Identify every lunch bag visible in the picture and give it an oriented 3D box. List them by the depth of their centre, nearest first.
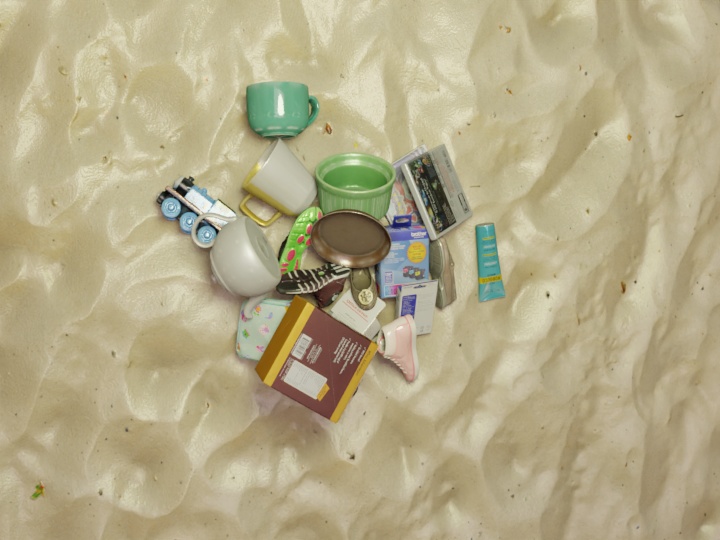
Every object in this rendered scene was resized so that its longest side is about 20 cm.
[{"bbox_3d":[-0.203,0.147,1.638,0.195,0.077,0.165,7,90,21],"label":"lunch bag"}]

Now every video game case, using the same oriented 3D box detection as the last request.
[{"bbox_3d":[0.197,-0.202,1.701,0.180,0.023,0.204,-31,100,-43],"label":"video game case"},{"bbox_3d":[0.137,-0.194,1.741,0.180,0.023,0.203,-31,99,-7],"label":"video game case"}]

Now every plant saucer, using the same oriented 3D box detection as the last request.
[{"bbox_3d":[-0.022,-0.081,1.587,0.195,0.202,0.033,15,52,-11],"label":"plant saucer"}]

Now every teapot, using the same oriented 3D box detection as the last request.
[{"bbox_3d":[-0.287,-0.020,1.560,0.144,0.197,0.204,-27,65,8],"label":"teapot"}]

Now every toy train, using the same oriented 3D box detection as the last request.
[{"bbox_3d":[-0.393,-0.142,1.618,0.198,0.087,0.115,38,79,-10],"label":"toy train"}]

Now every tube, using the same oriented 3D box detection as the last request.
[{"bbox_3d":[0.341,-0.023,1.784,0.075,0.050,0.206,-9,101,-2],"label":"tube"}]

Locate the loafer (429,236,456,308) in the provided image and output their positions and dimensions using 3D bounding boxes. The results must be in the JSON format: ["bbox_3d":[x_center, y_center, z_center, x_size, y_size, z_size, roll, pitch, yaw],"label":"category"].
[{"bbox_3d":[0.217,-0.001,1.735,0.062,0.072,0.205,-20,121,-24],"label":"loafer"}]

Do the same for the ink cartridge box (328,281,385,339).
[{"bbox_3d":[-0.029,0.143,1.678,0.115,0.067,0.201,36,77,29],"label":"ink cartridge box"}]

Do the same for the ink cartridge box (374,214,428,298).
[{"bbox_3d":[0.104,-0.042,1.702,0.132,0.076,0.206,-6,104,-12],"label":"ink cartridge box"}]

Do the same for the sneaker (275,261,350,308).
[{"bbox_3d":[-0.117,0.055,1.661,0.195,0.076,0.118,-13,135,-24],"label":"sneaker"}]

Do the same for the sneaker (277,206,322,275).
[{"bbox_3d":[-0.159,-0.075,1.644,0.075,0.084,0.202,19,114,-31],"label":"sneaker"}]

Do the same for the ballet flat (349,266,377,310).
[{"bbox_3d":[0.000,0.000,1.673,0.065,0.047,0.205,-11,66,5],"label":"ballet flat"}]

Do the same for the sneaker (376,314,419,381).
[{"bbox_3d":[0.091,0.210,1.708,0.102,0.076,0.204,-18,127,-16],"label":"sneaker"}]

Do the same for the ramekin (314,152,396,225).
[{"bbox_3d":[-0.013,-0.197,1.625,0.194,0.202,0.100,-5,127,-10],"label":"ramekin"}]

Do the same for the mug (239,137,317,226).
[{"bbox_3d":[-0.195,-0.207,1.639,0.152,0.185,0.152,37,55,-19],"label":"mug"}]

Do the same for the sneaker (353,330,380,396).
[{"bbox_3d":[-0.010,0.245,1.730,0.198,0.075,0.107,-35,110,-5],"label":"sneaker"}]

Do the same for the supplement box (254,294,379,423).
[{"bbox_3d":[-0.101,0.198,1.518,0.198,0.132,0.200,32,85,-18],"label":"supplement box"}]

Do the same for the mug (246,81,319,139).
[{"bbox_3d":[-0.181,-0.378,1.601,0.179,0.152,0.118,-2,94,-10],"label":"mug"}]

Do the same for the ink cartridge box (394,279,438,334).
[{"bbox_3d":[0.139,0.087,1.696,0.097,0.040,0.203,-7,136,-10],"label":"ink cartridge box"}]
